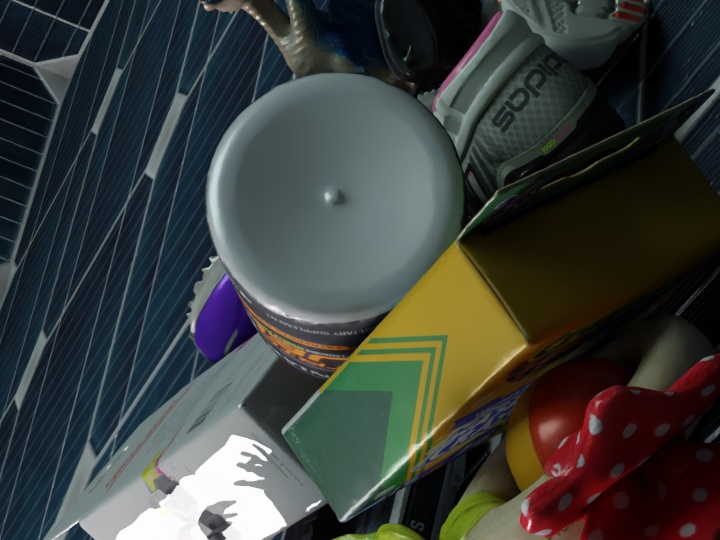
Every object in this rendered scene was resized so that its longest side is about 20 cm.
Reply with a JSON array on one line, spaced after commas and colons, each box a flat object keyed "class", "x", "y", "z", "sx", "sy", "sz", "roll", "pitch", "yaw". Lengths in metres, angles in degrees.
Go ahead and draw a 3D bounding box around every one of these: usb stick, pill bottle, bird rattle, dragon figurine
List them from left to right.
[{"class": "pill bottle", "x": -0.005, "y": -0.009, "z": 0.951, "sx": 0.200, "sy": 0.106, "sz": 0.106, "roll": 74, "pitch": -146, "yaw": -77}, {"class": "dragon figurine", "x": -0.001, "y": -0.129, "z": 1.205, "sx": 0.059, "sy": 0.200, "sz": 0.100, "roll": -34, "pitch": 61, "yaw": 39}, {"class": "usb stick", "x": 0.043, "y": -0.125, "z": 1.144, "sx": 0.033, "sy": 0.056, "sz": 0.200, "roll": -21, "pitch": 1, "yaw": 13}, {"class": "bird rattle", "x": 0.076, "y": 0.072, "z": 0.813, "sx": 0.200, "sy": 0.113, "sz": 0.163, "roll": -52, "pitch": 2, "yaw": 43}]

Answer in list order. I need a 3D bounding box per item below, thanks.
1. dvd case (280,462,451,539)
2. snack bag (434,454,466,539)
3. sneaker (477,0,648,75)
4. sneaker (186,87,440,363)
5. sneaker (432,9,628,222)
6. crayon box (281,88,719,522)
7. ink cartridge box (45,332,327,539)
[{"class": "dvd case", "x": -0.013, "y": 0.170, "z": 1.067, "sx": 0.150, "sy": 0.025, "sz": 0.200, "roll": -33, "pitch": 37, "yaw": 58}, {"class": "snack bag", "x": -0.006, "y": 0.178, "z": 1.111, "sx": 0.200, "sy": 0.021, "sz": 0.189, "roll": -40, "pitch": 31, "yaw": 62}, {"class": "sneaker", "x": 0.094, "y": -0.108, "z": 1.087, "sx": 0.200, "sy": 0.077, "sz": 0.082, "roll": -80, "pitch": 5, "yaw": -75}, {"class": "sneaker", "x": 0.000, "y": 0.000, "z": 1.143, "sx": 0.200, "sy": 0.100, "sz": 0.070, "roll": -40, "pitch": -23, "yaw": 12}, {"class": "sneaker", "x": 0.079, "y": -0.038, "z": 1.012, "sx": 0.074, "sy": 0.087, "sz": 0.200, "roll": -45, "pitch": -16, "yaw": -20}, {"class": "crayon box", "x": 0.064, "y": 0.018, "z": 0.864, "sx": 0.126, "sy": 0.052, "sz": 0.200, "roll": -26, "pitch": -15, "yaw": -36}, {"class": "ink cartridge box", "x": -0.067, "y": 0.095, "z": 1.116, "sx": 0.200, "sy": 0.068, "sz": 0.115, "roll": -36, "pitch": 12, "yaw": 44}]
